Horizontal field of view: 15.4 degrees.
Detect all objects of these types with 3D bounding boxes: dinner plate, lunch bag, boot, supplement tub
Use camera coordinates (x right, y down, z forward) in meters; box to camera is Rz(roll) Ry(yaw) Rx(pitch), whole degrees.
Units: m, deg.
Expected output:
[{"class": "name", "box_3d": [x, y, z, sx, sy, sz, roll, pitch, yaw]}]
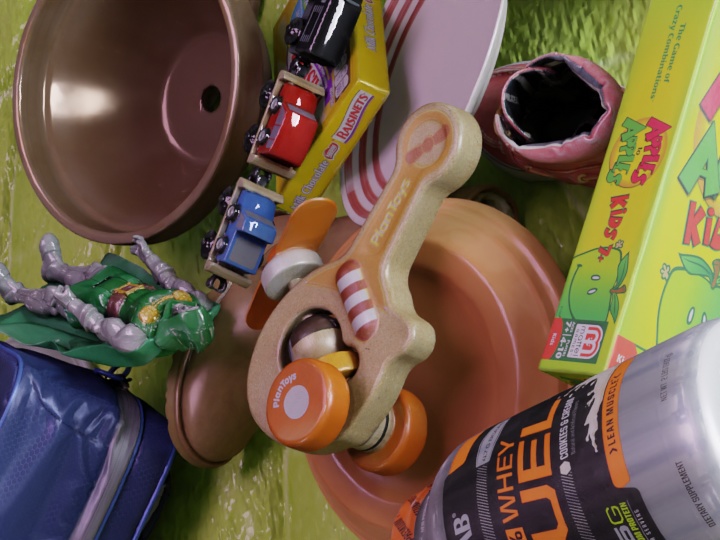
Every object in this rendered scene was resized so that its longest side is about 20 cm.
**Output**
[{"class": "dinner plate", "box_3d": [0.042, -0.117, 1.509, 0.200, 0.024, 0.201, -55, 24, 40]}, {"class": "lunch bag", "box_3d": [-0.194, 0.142, 1.622, 0.200, 0.132, 0.136, -63, 20, -1]}, {"class": "boot", "box_3d": [-0.015, 0.032, 1.529, 0.200, 0.066, 0.176, -2, 65, 48]}, {"class": "supplement tub", "box_3d": [0.116, 0.111, 1.219, 0.200, 0.122, 0.123, -30, 47, 36]}]

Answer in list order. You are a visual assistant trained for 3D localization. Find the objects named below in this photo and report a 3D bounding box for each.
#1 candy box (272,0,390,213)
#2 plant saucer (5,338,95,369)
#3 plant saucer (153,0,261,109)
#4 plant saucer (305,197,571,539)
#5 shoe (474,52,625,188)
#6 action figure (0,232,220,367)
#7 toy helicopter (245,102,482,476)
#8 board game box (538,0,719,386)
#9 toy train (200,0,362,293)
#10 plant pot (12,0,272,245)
[{"class": "candy box", "box_3d": [-0.020, -0.128, 1.615, 0.102, 0.026, 0.200, -58, 20, 31]}, {"class": "plant saucer", "box_3d": [-0.252, 0.127, 1.763, 0.200, 0.050, 0.201, -28, 49, 38]}, {"class": "plant saucer", "box_3d": [-0.142, -0.169, 1.833, 0.200, 0.029, 0.201, -29, 48, 37]}, {"class": "plant saucer", "box_3d": [0.034, 0.061, 1.421, 0.200, 0.037, 0.201, -2, 86, 41]}, {"class": "shoe", "box_3d": [0.101, -0.088, 1.445, 0.200, 0.091, 0.072, 25, 88, 53]}, {"class": "action figure", "box_3d": [-0.147, 0.019, 1.586, 0.118, 0.055, 0.200, -32, 28, -31]}, {"class": "toy helicopter", "box_3d": [0.000, 0.000, 1.395, 0.132, 0.079, 0.200, 36, 101, 45]}, {"class": "board game box", "box_3d": [0.165, -0.026, 1.323, 0.048, 0.101, 0.201, 3, 71, 51]}, {"class": "toy train", "box_3d": [-0.044, -0.080, 1.537, 0.046, 0.034, 0.201, 14, 81, 59]}, {"class": "plant pot", "box_3d": [-0.123, -0.113, 1.700, 0.200, 0.093, 0.202, -4, 83, 38]}]
